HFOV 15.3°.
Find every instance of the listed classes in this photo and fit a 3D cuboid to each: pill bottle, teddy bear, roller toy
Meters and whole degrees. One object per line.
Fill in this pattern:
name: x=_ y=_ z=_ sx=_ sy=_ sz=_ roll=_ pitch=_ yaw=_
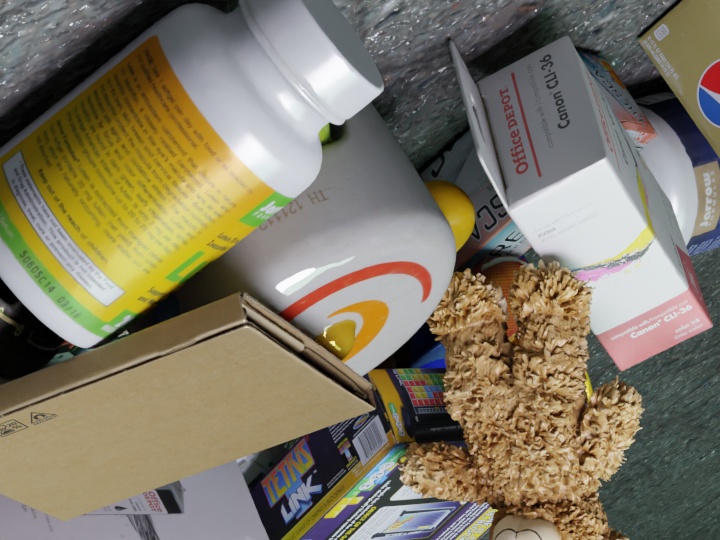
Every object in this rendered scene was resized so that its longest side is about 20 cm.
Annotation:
pill bottle: x=0.206 y=-0.063 z=1.783 sx=0.199 sy=0.111 sz=0.111 roll=-17 pitch=155 yaw=-39
pill bottle: x=-0.090 y=-0.061 z=1.330 sx=0.200 sy=0.111 sz=0.111 roll=-37 pitch=160 yaw=12
teddy bear: x=0.093 y=0.093 z=1.524 sx=0.144 sy=0.201 sz=0.067 roll=9 pitch=-173 yaw=9
roller toy: x=-0.045 y=-0.006 z=1.476 sx=0.182 sy=0.140 sz=0.200 roll=-41 pitch=156 yaw=19

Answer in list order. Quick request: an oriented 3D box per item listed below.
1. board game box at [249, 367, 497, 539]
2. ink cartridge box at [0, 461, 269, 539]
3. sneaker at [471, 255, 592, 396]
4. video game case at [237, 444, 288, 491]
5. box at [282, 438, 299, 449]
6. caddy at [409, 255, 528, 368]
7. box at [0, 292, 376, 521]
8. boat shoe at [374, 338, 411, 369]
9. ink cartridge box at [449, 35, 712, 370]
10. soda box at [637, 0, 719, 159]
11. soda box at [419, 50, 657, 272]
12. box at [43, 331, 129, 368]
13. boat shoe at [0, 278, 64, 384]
board game box: x=0.024 y=0.134 z=1.678 sx=0.165 sy=0.057 sz=0.200 roll=-1 pitch=146 yaw=-40
ink cartridge box: x=-0.176 y=0.181 z=1.614 sx=0.199 sy=0.083 sz=0.147 roll=4 pitch=134 yaw=-32
sneaker: x=0.110 y=0.050 z=1.720 sx=0.073 sy=0.077 sz=0.200 roll=-44 pitch=148 yaw=2
video game case: x=-0.137 y=0.153 z=1.689 sx=0.182 sy=0.022 sz=0.200 roll=-35 pitch=142 yaw=11
box: x=-0.052 y=0.071 z=1.765 sx=0.082 sy=0.069 sz=0.200 roll=-35 pitch=160 yaw=6
caddy: x=0.072 y=0.048 z=1.846 sx=0.141 sy=0.105 sz=0.200 roll=-36 pitch=160 yaw=6
box: x=-0.112 y=0.076 z=1.402 sx=0.199 sy=0.021 sz=0.163 roll=-21 pitch=155 yaw=17
boat shoe: x=0.000 y=0.000 z=1.638 sx=0.070 sy=0.070 sz=0.201 roll=-72 pitch=167 yaw=-52
ink cartridge box: x=0.128 y=-0.051 z=1.564 sx=0.067 sy=0.117 sz=0.200 roll=-27 pitch=132 yaw=13
soda box: x=0.263 y=-0.085 z=1.685 sx=0.064 sy=0.200 sz=0.068 roll=-41 pitch=159 yaw=23
soda box: x=0.088 y=-0.052 z=1.692 sx=0.200 sy=0.069 sz=0.063 roll=-42 pitch=158 yaw=22
box: x=-0.178 y=0.067 z=1.605 sx=0.137 sy=0.040 sz=0.200 roll=-10 pitch=150 yaw=-46
boat shoe: x=-0.198 y=0.010 z=1.390 sx=0.060 sy=0.072 sz=0.201 roll=-32 pitch=158 yaw=11
